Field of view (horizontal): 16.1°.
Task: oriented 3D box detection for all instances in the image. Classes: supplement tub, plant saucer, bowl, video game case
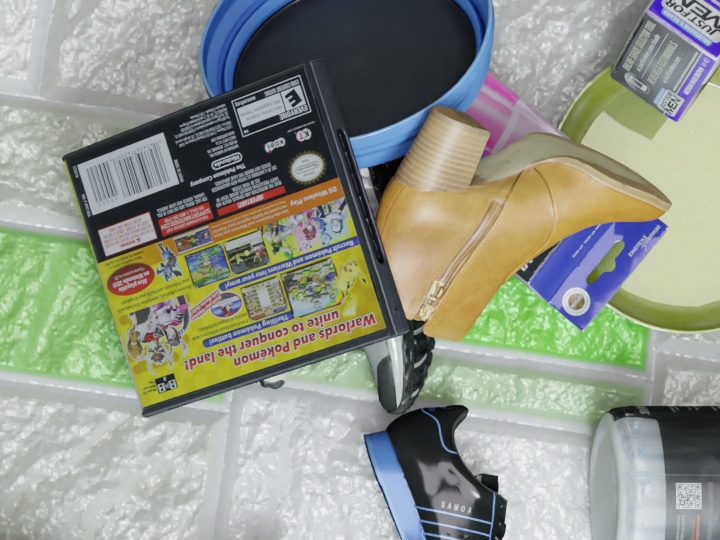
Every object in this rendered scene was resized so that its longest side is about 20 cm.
[{"bbox_3d":[0.259,0.152,1.707,0.198,0.123,0.124,1,84,-6],"label":"supplement tub"},{"bbox_3d":[0.224,-0.055,1.770,0.198,0.031,0.202,1,85,-6],"label":"plant saucer"},{"bbox_3d":[-0.007,-0.147,1.697,0.199,0.040,0.202,-8,49,9],"label":"bowl"},{"bbox_3d":[-0.083,-0.018,1.641,0.199,0.025,0.182,-19,88,27],"label":"video game case"}]

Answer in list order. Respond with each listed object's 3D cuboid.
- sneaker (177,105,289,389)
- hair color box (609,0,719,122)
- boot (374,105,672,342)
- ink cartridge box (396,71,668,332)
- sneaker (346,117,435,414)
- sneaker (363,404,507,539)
[{"bbox_3d":[-0.082,-0.022,1.713,0.093,0.070,0.201,-29,85,-2],"label":"sneaker"},{"bbox_3d":[0.255,-0.209,1.730,0.065,0.109,0.200,36,71,5],"label":"hair color box"},{"bbox_3d":[0.096,-0.018,1.668,0.200,0.071,0.145,15,107,-27],"label":"boot"},{"bbox_3d":[0.104,-0.059,1.733,0.200,0.037,0.095,41,90,8],"label":"ink cartridge box"},{"bbox_3d":[0.000,0.000,1.722,0.079,0.074,0.202,-12,97,19],"label":"sneaker"},{"bbox_3d":[0.071,0.188,1.709,0.077,0.070,0.201,-21,87,-3],"label":"sneaker"}]
